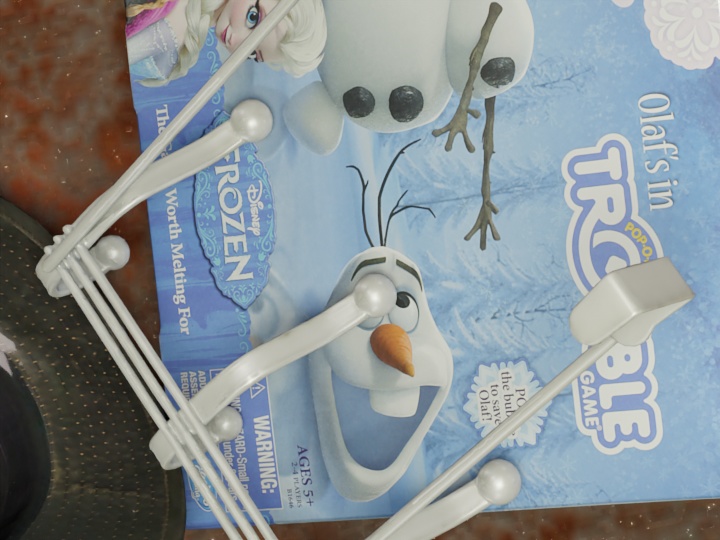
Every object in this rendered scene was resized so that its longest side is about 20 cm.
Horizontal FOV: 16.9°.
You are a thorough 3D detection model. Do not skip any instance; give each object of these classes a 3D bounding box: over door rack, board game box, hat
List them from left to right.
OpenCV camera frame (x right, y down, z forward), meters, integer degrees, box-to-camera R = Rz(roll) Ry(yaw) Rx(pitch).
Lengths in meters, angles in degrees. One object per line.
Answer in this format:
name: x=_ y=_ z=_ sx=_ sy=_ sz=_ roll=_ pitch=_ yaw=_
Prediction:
hat: x=-0.154 y=0.061 z=0.723 sx=0.201 sy=0.201 sz=0.081 roll=42 pitch=128 yaw=1
over door rack: x=0.000 y=0.000 z=0.688 sx=0.148 sy=0.066 sz=0.200 roll=55 pitch=134 yaw=13
board game box: x=0.027 y=-0.026 z=0.744 sx=0.198 sy=0.043 sz=0.201 roll=-7 pitch=91 yaw=25
